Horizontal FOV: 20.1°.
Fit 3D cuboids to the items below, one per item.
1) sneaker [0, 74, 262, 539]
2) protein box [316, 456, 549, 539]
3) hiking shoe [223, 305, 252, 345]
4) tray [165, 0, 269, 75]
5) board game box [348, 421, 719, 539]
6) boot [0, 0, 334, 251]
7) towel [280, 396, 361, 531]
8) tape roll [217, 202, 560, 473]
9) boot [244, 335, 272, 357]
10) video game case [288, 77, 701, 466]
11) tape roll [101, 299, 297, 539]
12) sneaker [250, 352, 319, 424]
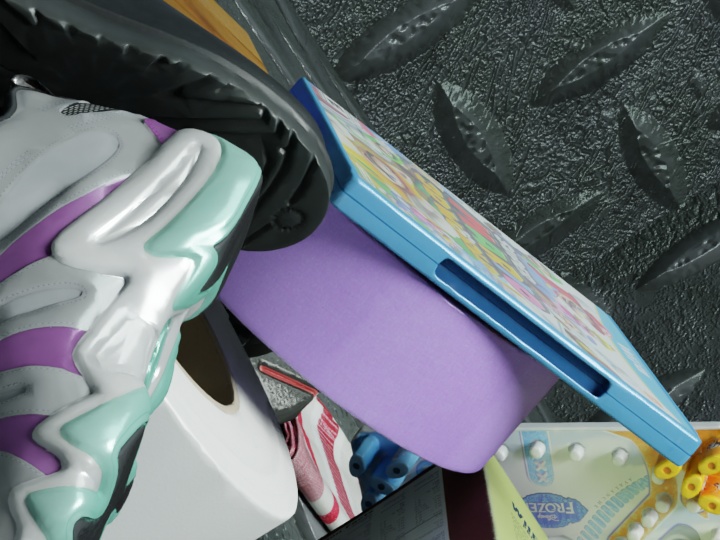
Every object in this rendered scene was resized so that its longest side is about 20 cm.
[{"bbox_3d":[-0.129,0.017,0.673,0.078,0.139,0.201,111,2,-52],"label":"sneaker"},{"bbox_3d":[0.054,0.215,0.902,0.199,0.134,0.200,56,7,-10],"label":"protein box"},{"bbox_3d":[-0.103,-0.047,1.056,0.201,0.100,0.076,59,6,7],"label":"hiking shoe"},{"bbox_3d":[-0.104,-0.133,1.090,0.200,0.037,0.099,39,19,-55],"label":"tray"},{"bbox_3d":[0.101,0.172,1.016,0.026,0.198,0.202,-49,133,-59],"label":"board game box"},{"bbox_3d":[-0.087,-0.115,0.789,0.199,0.077,0.169,27,42,-13],"label":"boot"},{"bbox_3d":[-0.008,0.139,1.289,0.201,0.023,0.144,55,8,-34],"label":"towel"},{"bbox_3d":[0.000,0.000,0.918,0.200,0.066,0.200,38,11,-9],"label":"tape roll"},{"bbox_3d":[-0.108,-0.057,1.153,0.211,0.079,0.158,50,-9,47],"label":"boot"},{"bbox_3d":[0.055,-0.002,0.891,0.199,0.018,0.143,37,10,-21],"label":"video game case"},{"bbox_3d":[-0.105,0.030,0.827,0.203,0.070,0.203,57,7,-10],"label":"tape roll"},{"bbox_3d":[-0.055,0.025,1.244,0.073,0.087,0.201,31,41,-22],"label":"sneaker"}]
